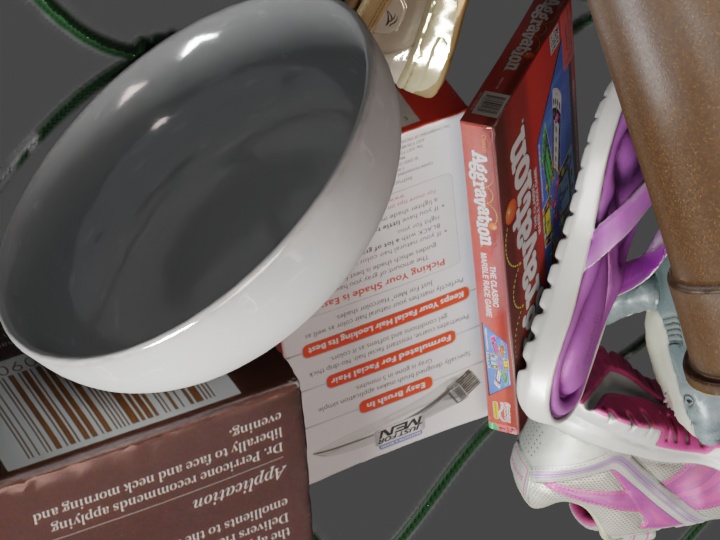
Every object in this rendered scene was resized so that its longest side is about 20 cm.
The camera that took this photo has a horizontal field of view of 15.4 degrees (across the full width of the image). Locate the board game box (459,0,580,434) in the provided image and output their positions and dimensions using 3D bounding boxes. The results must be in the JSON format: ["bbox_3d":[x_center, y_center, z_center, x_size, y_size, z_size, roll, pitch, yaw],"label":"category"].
[{"bbox_3d":[0.082,-0.025,1.297,0.200,0.019,0.103,82,30,-42],"label":"board game box"}]

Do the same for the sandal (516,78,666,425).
[{"bbox_3d":[0.133,-0.017,1.311,0.082,0.050,0.203,-1,109,-66],"label":"sandal"}]

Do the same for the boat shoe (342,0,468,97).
[{"bbox_3d":[0.025,-0.172,1.152,0.069,0.074,0.200,12,115,-4],"label":"boat shoe"}]

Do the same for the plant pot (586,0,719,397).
[{"bbox_3d":[0.206,-0.074,1.218,0.200,0.200,0.199,-25,102,-7],"label":"plant pot"}]

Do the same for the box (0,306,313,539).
[{"bbox_3d":[-0.127,0.112,1.220,0.166,0.164,0.200,-18,126,-22],"label":"box"}]

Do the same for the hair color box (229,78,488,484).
[{"bbox_3d":[0.000,0.000,1.290,0.111,0.064,0.200,-20,132,-14],"label":"hair color box"}]

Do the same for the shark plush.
[{"bbox_3d":[0.204,-0.009,1.375,0.091,0.083,0.200,13,120,-35],"label":"shark plush"}]

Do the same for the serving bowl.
[{"bbox_3d":[-0.059,-0.023,1.135,0.200,0.200,0.066,-38,124,6],"label":"serving bowl"}]

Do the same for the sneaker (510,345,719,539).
[{"bbox_3d":[0.158,0.105,1.460,0.200,0.081,0.088,21,120,-31],"label":"sneaker"}]
